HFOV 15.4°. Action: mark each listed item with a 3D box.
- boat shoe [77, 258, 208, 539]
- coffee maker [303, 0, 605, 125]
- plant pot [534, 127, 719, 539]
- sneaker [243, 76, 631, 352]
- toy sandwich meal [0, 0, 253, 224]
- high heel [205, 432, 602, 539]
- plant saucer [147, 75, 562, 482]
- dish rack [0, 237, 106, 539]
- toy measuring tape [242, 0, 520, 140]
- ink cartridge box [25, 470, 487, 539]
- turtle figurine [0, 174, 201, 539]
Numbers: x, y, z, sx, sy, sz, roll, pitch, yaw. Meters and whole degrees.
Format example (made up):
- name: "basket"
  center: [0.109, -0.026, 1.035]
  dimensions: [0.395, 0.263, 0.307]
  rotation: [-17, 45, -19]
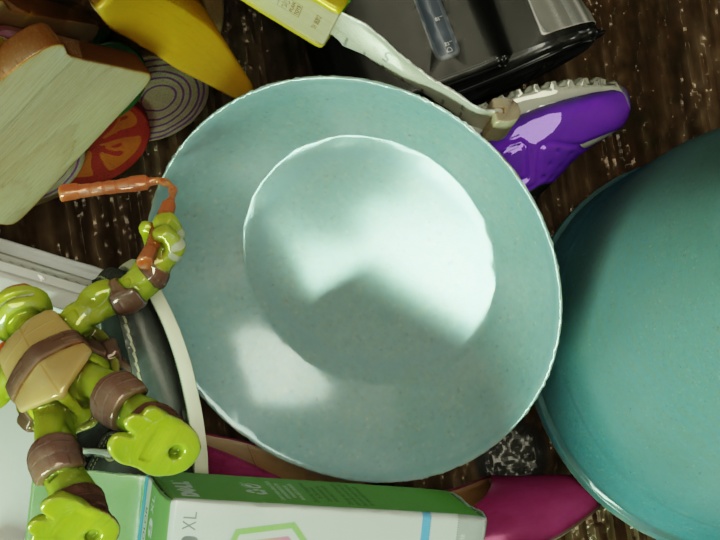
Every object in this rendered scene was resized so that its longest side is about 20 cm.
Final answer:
- name: "boat shoe"
  center: [-0.109, 0.096, 1.236]
  dimensions: [0.068, 0.072, 0.200]
  rotation: [-7, 99, -24]
- name: "coffee maker"
  center: [-0.005, -0.165, 1.281]
  dimensions: [0.192, 0.135, 0.200]
  rotation: [-20, 86, 18]
- name: "plant pot"
  center: [0.197, 0.014, 1.220]
  dimensions: [0.200, 0.188, 0.200]
  rotation: [4, 72, -14]
- name: "sneaker"
  center: [0.049, -0.021, 1.294]
  dimensions: [0.200, 0.070, 0.100]
  rotation: [-25, 91, 0]
- name: "toy sandwich meal"
  center: [-0.139, -0.075, 1.212]
  dimensions: [0.205, 0.205, 0.070]
  rotation: [-30, 63, -7]
- name: "high heel"
  center: [0.012, 0.103, 1.275]
  dimensions: [0.200, 0.067, 0.096]
  rotation: [-15, 97, -3]
- name: "plant saucer"
  center: [0.000, 0.000, 1.231]
  dimensions: [0.201, 0.039, 0.201]
  rotation: [7, 114, 16]
- name: "dish rack"
  center: [-0.207, 0.060, 1.251]
  dimensions: [0.200, 0.044, 0.172]
  rotation: [17, 83, -19]
- name: "toy measuring tape"
  center: [-0.006, -0.136, 1.187]
  dimensions: [0.200, 0.074, 0.074]
  rotation: [31, 83, -2]
- name: "ink cartridge box"
  center: [-0.050, 0.148, 1.195]
  dimensions: [0.200, 0.059, 0.104]
  rotation: [5, 97, -15]
- name: "turtle figurine"
  center: [-0.140, 0.056, 1.176]
  dimensions: [0.200, 0.161, 0.064]
  rotation: [-34, 133, -1]
